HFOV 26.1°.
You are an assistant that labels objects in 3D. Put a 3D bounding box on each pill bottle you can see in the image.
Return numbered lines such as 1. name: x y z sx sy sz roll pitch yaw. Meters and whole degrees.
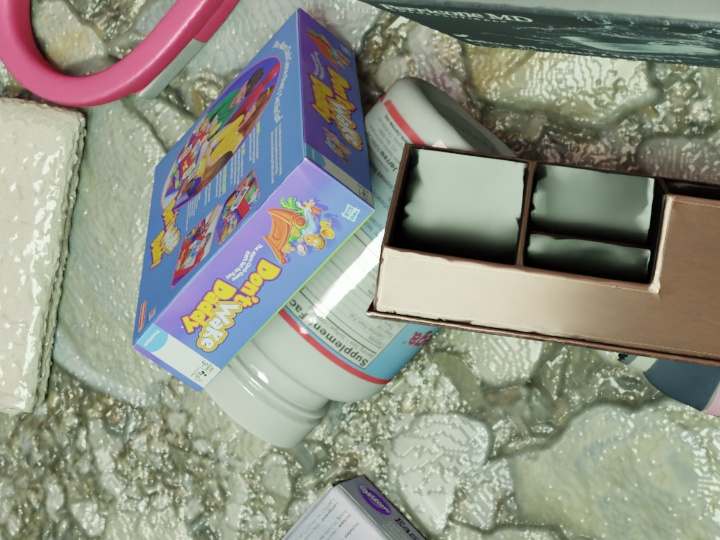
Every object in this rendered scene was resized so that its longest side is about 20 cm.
1. pill bottle: 0.000 0.000 0.854 0.109 0.109 0.200 46 106 14

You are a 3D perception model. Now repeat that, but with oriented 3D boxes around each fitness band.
1. fitness band: -0.145 -0.190 0.945 0.200 0.037 0.144 -47 75 14

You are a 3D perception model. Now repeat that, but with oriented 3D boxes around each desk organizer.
1. desk organizer: 0.109 -0.008 0.746 0.199 0.072 0.077 8 101 6

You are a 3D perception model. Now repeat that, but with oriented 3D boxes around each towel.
1. towel: -0.248 -0.014 0.975 0.132 0.034 0.201 11 94 4

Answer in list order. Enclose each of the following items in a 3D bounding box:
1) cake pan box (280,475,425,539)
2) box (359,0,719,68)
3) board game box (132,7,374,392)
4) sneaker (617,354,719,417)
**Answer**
1. cake pan box: -0.006 0.252 0.891 0.184 0.052 0.200 43 104 17
2. box: 0.123 -0.168 0.758 0.196 0.200 0.118 8 94 21
3. board game box: -0.058 -0.045 0.829 0.045 0.200 0.134 36 112 -21
4. sneaker: 0.223 -0.011 0.802 0.082 0.070 0.200 37 106 -1
